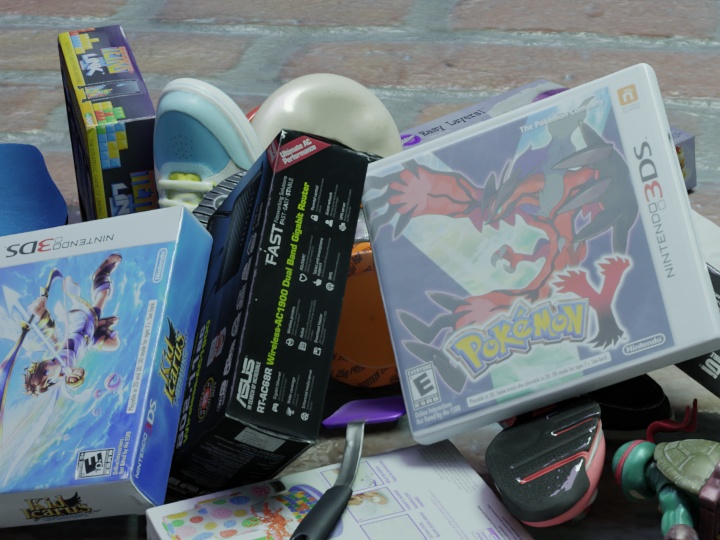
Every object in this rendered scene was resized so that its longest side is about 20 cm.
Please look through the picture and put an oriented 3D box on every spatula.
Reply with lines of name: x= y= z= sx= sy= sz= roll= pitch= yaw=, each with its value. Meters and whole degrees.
spatula: x=-0.009 y=0.118 z=1.417 sx=0.056 sy=0.021 sz=0.200 roll=-8 pitch=25 yaw=20

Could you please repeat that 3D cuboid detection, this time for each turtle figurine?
turtle figurine: x=0.208 y=0.150 z=1.382 sx=0.199 sy=0.101 sz=0.149 roll=22 pitch=35 yaw=32

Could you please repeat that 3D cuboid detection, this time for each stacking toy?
stacking toy: x=-0.072 y=-0.081 z=1.876 sx=0.145 sy=0.147 sz=0.200 roll=-20 pitch=14 yaw=-31

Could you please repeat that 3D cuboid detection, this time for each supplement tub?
supplement tub: x=0.000 y=0.000 z=1.653 sx=0.122 sy=0.123 sz=0.200 roll=-4 pitch=20 yaw=-3

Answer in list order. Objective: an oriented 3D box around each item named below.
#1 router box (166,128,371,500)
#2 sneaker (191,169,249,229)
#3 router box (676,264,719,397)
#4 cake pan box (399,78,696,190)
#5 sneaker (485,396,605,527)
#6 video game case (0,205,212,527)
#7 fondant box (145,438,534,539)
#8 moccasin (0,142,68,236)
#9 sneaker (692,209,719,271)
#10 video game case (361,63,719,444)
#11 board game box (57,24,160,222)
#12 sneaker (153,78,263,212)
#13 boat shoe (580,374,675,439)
router box: x=-0.063 y=0.032 z=1.482 sx=0.062 sy=0.150 sz=0.201 roll=18 pitch=63 yaw=-15
sneaker: x=-0.107 y=0.024 z=1.605 sx=0.070 sy=0.082 sz=0.201 roll=27 pitch=62 yaw=3
router box: x=0.206 y=0.027 z=1.495 sx=0.200 sy=0.062 sz=0.150 roll=38 pitch=4 yaw=27
cake pan box: x=0.137 y=-0.084 z=1.915 sx=0.199 sy=0.053 sz=0.184 roll=-22 pitch=29 yaw=-32
sneaker: x=0.124 y=0.119 z=1.443 sx=0.073 sy=0.087 sz=0.200 roll=-22 pitch=15 yaw=8
video game case: x=-0.195 y=0.063 z=1.502 sx=0.180 sy=0.045 sz=0.201 roll=-9 pitch=53 yaw=25
fondant box: x=-0.010 y=0.174 z=1.393 sx=0.199 sy=0.059 sz=0.144 roll=-11 pitch=27 yaw=-18
moccasin: x=-0.257 y=-0.032 z=1.835 sx=0.080 sy=0.069 sz=0.200 roll=2 pitch=27 yaw=-7
sneaker: x=0.179 y=-0.009 z=1.739 sx=0.199 sy=0.074 sz=0.116 roll=16 pitch=29 yaw=16
video game case: x=0.105 y=-0.010 z=1.441 sx=0.199 sy=0.183 sz=0.023 roll=-20 pitch=-22 yaw=19
board game box: x=-0.182 y=-0.073 z=1.795 sx=0.056 sy=0.166 sz=0.200 roll=-8 pitch=27 yaw=-10
sneaker: x=-0.118 y=-0.022 z=1.659 sx=0.079 sy=0.201 sz=0.131 roll=5 pitch=38 yaw=21
boat shoe: x=0.129 y=0.054 z=1.612 sx=0.074 sy=0.067 sz=0.199 roll=-20 pitch=31 yaw=-34
